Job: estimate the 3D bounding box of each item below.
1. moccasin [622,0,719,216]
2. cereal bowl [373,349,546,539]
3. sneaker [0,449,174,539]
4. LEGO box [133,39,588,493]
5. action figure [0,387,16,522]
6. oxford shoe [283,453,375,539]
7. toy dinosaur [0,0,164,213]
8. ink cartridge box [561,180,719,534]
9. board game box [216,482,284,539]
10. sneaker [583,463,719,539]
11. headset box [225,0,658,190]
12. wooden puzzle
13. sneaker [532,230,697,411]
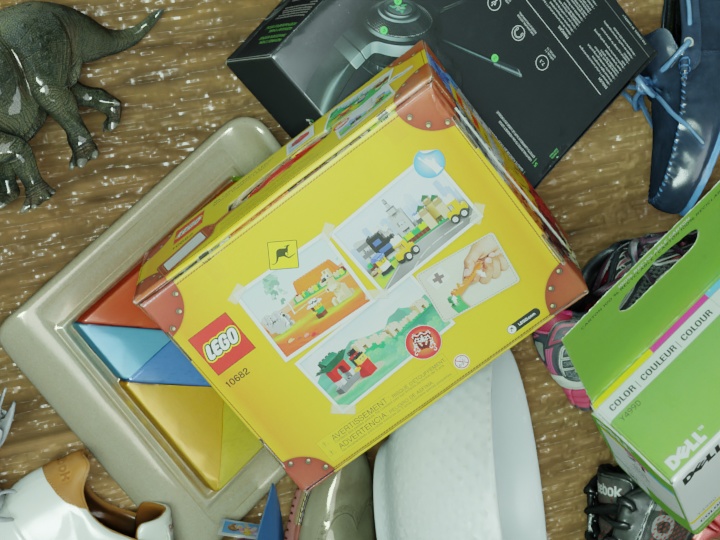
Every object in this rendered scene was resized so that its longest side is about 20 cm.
[{"bbox_3d":[0.203,-0.134,1.017,0.067,0.081,0.202,15,72,-8],"label":"moccasin"},{"bbox_3d":[0.058,0.146,0.927,0.082,0.200,0.203,-9,99,12],"label":"cereal bowl"},{"bbox_3d":[-0.122,0.190,0.899,0.084,0.073,0.201,-38,106,-4],"label":"sneaker"},{"bbox_3d":[0.000,0.000,0.859,0.199,0.077,0.149,-36,109,11],"label":"LEGO box"},{"bbox_3d":[-0.270,0.084,0.832,0.199,0.069,0.131,34,100,-13],"label":"action figure"},{"bbox_3d":[0.001,0.199,0.944,0.070,0.074,0.203,-13,105,-49],"label":"oxford shoe"},{"bbox_3d":[-0.187,-0.098,0.853,0.199,0.077,0.103,-38,114,-12],"label":"toy dinosaur"},{"bbox_3d":[0.206,0.051,0.909,0.148,0.076,0.200,-43,149,-4],"label":"ink cartridge box"},{"bbox_3d":[-0.072,0.220,0.878,0.038,0.200,0.160,1,110,5],"label":"board game box"},{"bbox_3d":[0.174,0.183,1.025,0.098,0.071,0.201,40,78,-20],"label":"sneaker"},{"bbox_3d":[0.044,-0.122,0.935,0.174,0.093,0.200,46,78,-19],"label":"headset box"},{"bbox_3d":[-0.082,0.040,0.927,0.200,0.037,0.186,-42,108,-14],"label":"wooden puzzle"},{"bbox_3d":[0.197,0.001,1.015,0.200,0.080,0.075,-42,106,-13],"label":"sneaker"}]
